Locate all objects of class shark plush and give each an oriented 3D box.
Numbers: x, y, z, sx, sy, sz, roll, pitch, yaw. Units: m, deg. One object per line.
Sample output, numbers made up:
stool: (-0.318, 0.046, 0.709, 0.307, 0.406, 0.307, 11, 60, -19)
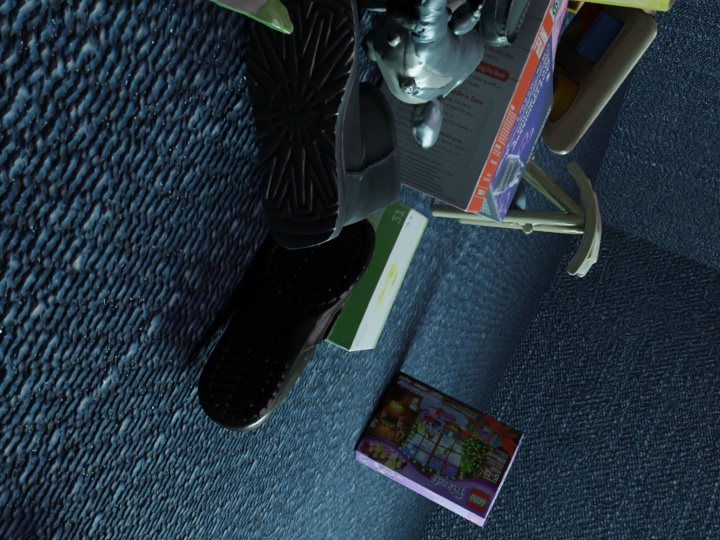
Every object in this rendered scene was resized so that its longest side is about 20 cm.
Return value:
shark plush: (0.046, -0.163, 0.614, 0.083, 0.092, 0.200, -30, 162, 2)

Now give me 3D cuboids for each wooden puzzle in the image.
wooden puzzle: (0.266, -0.257, 1.156, 0.186, 0.046, 0.201, -55, -162, 21)

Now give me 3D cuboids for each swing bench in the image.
swing bench: (0.219, -0.087, 1.187, 0.131, 0.198, 0.199, -67, 165, 5)

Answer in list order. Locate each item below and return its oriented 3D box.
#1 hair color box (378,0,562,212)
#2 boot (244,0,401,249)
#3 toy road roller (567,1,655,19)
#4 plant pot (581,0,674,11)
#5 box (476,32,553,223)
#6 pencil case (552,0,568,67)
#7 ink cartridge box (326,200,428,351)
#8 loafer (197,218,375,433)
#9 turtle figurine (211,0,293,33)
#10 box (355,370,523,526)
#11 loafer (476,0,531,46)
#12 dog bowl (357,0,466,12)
hair color box: (0.083, -0.162, 0.780, 0.202, 0.110, 0.064, -68, 165, 9)
boot: (-0.010, -0.110, 0.617, 0.200, 0.065, 0.167, -35, 132, -70)
toy road roller: (0.331, -0.413, 1.306, 0.198, 0.146, 0.124, 10, 108, -36)
plant pot: (0.208, -0.322, 0.826, 0.202, 0.187, 0.202, -56, 162, -29)
box: (0.116, -0.151, 0.925, 0.150, 0.103, 0.200, -66, 165, -3)
pencil case: (0.183, -0.258, 1.045, 0.088, 0.087, 0.201, -58, 162, -28)
ink cartridge box: (0.000, 0.000, 0.861, 0.147, 0.047, 0.200, -67, 167, 3)
loafer: (-0.057, 0.034, 0.691, 0.201, 0.072, 0.072, -55, 173, -28)
turtle figurine: (-0.007, -0.193, 0.369, 0.196, 0.143, 0.200, -66, 162, 13)
box: (0.110, 0.245, 1.302, 0.138, 0.198, 0.039, -59, 165, -26)
loafer: (0.138, -0.259, 0.680, 0.068, 0.070, 0.203, -34, 144, -63)
dog bowl: (0.061, -0.270, 0.647, 0.201, 0.058, 0.201, -59, 163, -30)
